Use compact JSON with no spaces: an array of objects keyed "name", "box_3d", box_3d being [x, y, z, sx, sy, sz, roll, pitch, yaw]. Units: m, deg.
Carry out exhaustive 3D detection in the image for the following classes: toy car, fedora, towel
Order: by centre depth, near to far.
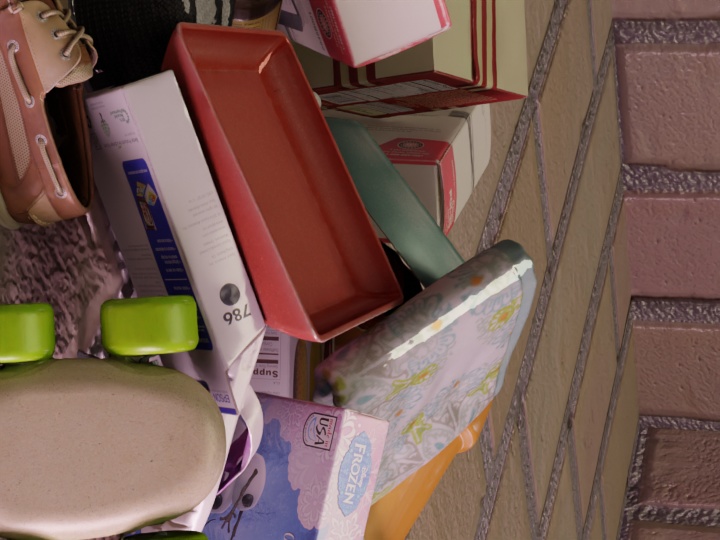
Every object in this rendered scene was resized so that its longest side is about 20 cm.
[{"name":"toy car","box_3d":[-0.165,0.100,1.039,0.200,0.157,0.165,173,-86,-80]},{"name":"fedora","box_3d":[-0.135,-0.171,1.103,0.201,0.091,0.201,2,90,-73]},{"name":"towel","box_3d":[0.039,0.080,1.213,0.171,0.048,0.200,-36,156,-24]}]

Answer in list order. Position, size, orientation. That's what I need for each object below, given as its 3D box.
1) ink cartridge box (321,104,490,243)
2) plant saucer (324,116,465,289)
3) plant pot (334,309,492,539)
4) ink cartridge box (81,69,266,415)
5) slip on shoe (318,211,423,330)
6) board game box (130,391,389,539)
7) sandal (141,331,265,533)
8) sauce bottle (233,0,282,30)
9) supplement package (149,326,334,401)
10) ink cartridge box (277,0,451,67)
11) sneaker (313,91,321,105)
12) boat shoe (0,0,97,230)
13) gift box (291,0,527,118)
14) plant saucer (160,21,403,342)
[{"name":"ink cartridge box","box_3d":[0.028,-0.100,1.573,0.200,0.146,0.083,-55,145,-61]},{"name":"plant saucer","box_3d":[0.029,-0.042,1.304,0.200,0.036,0.200,53,3,-4]},{"name":"plant pot","box_3d":[-0.012,0.142,1.420,0.200,0.200,0.184,61,47,-60]},{"name":"ink cartridge box","box_3d":[-0.109,-0.015,1.032,0.039,0.099,0.201,-23,101,-27]},{"name":"slip on shoe","box_3d":[0.000,0.000,1.257,0.200,0.061,0.074,45,51,-67]},{"name":"board game box","box_3d":[-0.081,0.178,1.127,0.043,0.199,0.201,19,81,-40]},{"name":"sandal","box_3d":[-0.083,0.094,1.085,0.082,0.050,0.203,36,-71,61]},{"name":"sauce bottle","box_3d":[-0.083,-0.199,1.215,0.200,0.064,0.065,115,-16,-70]},{"name":"supplement package","box_3d":[-0.085,0.057,1.277,0.114,0.109,0.201,-14,106,-73]},{"name":"ink cartridge box","box_3d":[-0.030,-0.240,1.252,0.200,0.085,0.146,38,-30,62]},{"name":"sneaker","box_3d":[-0.094,-0.098,1.300,0.200,0.080,0.089,-22,120,-67]},{"name":"boat shoe","box_3d":[-0.182,-0.122,0.987,0.076,0.072,0.201,-48,137,-65]},{"name":"gift box","box_3d":[0.017,-0.234,1.450,0.184,0.199,0.188,7,82,-61]},{"name":"plant saucer","box_3d":[-0.051,-0.053,1.084,0.200,0.037,0.200,66,18,1]}]
